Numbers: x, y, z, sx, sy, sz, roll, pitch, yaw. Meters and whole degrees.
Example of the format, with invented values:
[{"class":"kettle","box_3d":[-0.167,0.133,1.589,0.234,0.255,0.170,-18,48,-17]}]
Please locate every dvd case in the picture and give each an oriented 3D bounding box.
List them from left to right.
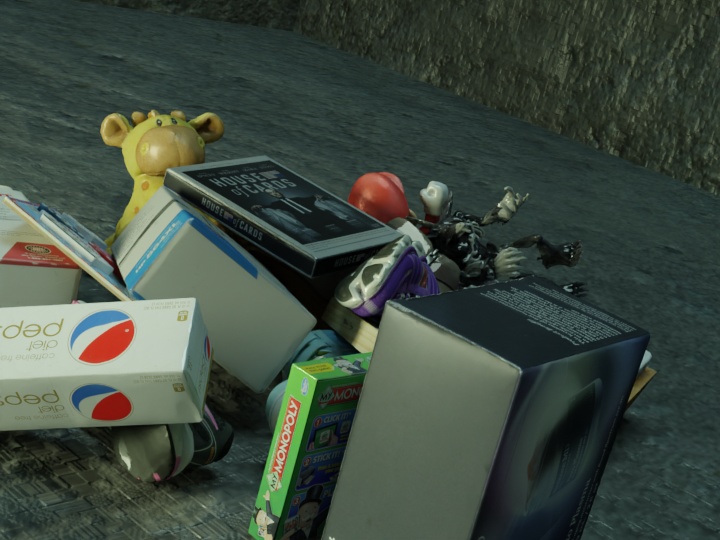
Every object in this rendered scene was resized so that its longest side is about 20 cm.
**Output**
[{"class":"dvd case","box_3d":[-0.072,-0.057,1.199,0.199,0.025,0.149,31,26,28]}]

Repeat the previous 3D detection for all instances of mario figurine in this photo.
[{"class":"mario figurine","box_3d":[0.045,-0.044,1.405,0.106,0.123,0.201,33,-18,42]}]

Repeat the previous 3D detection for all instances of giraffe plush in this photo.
[{"class":"giraffe plush","box_3d":[-0.197,-0.088,1.301,0.171,0.165,0.198,-3,5,-44]}]

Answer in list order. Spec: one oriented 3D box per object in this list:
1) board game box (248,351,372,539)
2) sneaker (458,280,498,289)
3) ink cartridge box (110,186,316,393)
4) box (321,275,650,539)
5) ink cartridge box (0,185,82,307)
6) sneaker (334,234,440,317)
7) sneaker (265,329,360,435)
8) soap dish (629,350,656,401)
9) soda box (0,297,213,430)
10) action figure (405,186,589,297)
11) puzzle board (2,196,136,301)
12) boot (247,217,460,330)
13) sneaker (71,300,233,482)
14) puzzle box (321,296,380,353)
[{"class":"board game box","box_3d":[0.010,0.126,0.932,0.029,0.137,0.198,27,19,37]},{"class":"sneaker","box_3d":[0.094,0.048,1.389,0.087,0.082,0.199,3,4,33]},{"class":"ink cartridge box","box_3d":[-0.136,0.010,1.097,0.146,0.085,0.200,39,0,-20]},{"class":"box","box_3d":[0.093,0.125,0.896,0.122,0.203,0.197,26,20,34]},{"class":"ink cartridge box","box_3d":[-0.361,-0.011,1.137,0.145,0.084,0.200,5,20,-34]},{"class":"sneaker","box_3d":[0.042,0.020,1.120,0.084,0.080,0.200,54,16,8]},{"class":"sneaker","box_3d":[-0.042,0.103,1.070,0.130,0.081,0.199,29,11,34]},{"class":"soap dish","box_3d":[0.194,0.101,1.282,0.198,0.082,0.157,21,17,21]},{"class":"soda box","box_3d":[-0.210,0.070,0.896,0.197,0.064,0.069,-4,48,8]},{"class":"action figure","box_3d":[0.149,-0.028,1.317,0.197,0.121,0.102,15,-30,-18]},{"class":"puzzle board","box_3d":[-0.228,-0.001,1.141,0.199,0.017,0.151,39,-1,2]},{"class":"boot","box_3d":[0.000,0.000,1.252,0.199,0.070,0.147,39,62,3]},{"class":"sneaker","box_3d":[-0.173,0.099,0.986,0.086,0.081,0.200,6,30,-45]},{"class":"puzzle box","box_3d":[0.046,0.078,1.103,0.132,0.026,0.200,28,1,-17]}]
